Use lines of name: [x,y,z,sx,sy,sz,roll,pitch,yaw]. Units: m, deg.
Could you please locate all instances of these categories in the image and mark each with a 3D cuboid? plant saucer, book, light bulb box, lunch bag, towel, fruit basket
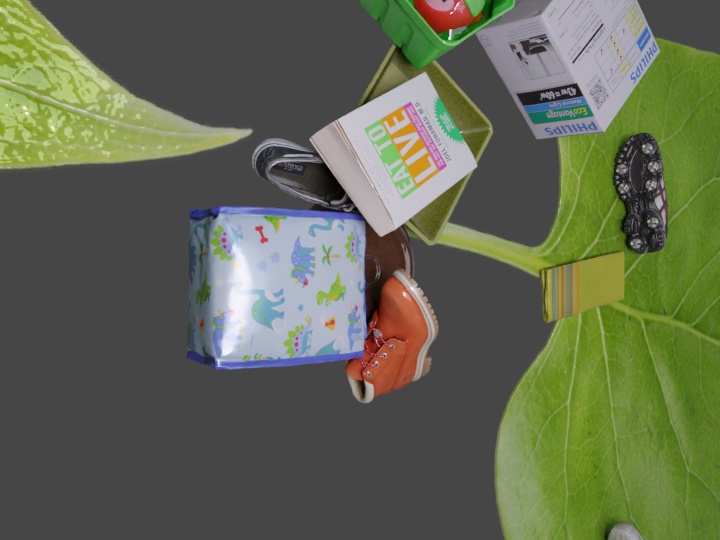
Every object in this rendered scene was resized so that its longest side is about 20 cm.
plant saucer: [0.000,0.000,1.025,0.200,0.037,0.201,-2,93,-38]
book: [0.048,-0.136,0.945,0.200,0.048,0.134,-40,100,-47]
plant saucer: [0.060,-0.165,1.054,0.200,0.048,0.200,40,69,-31]
light bulb box: [0.301,-0.328,1.181,0.198,0.125,0.200,-51,121,-24]
lunch bag: [-0.084,0.016,0.905,0.200,0.127,0.170,0,92,-28]
towel: [0.356,0.023,1.313,0.200,0.018,0.086,-11,105,-37]
fruit basket: [0.090,-0.364,0.941,0.155,0.216,0.216,-38,114,-29]

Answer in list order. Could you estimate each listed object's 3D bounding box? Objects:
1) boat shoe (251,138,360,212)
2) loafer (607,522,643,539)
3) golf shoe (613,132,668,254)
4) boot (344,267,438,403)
boat shoe: [-0.025,-0.095,0.938,0.200,0.071,0.072,8,118,-21]
loafer: [0.468,0.492,1.394,0.070,0.070,0.200,-44,125,-33]
golf shoe: [0.470,-0.129,1.368,0.088,0.077,0.200,-23,109,-55]
boot: [0.031,0.086,0.989,0.107,0.075,0.200,-26,142,-22]
